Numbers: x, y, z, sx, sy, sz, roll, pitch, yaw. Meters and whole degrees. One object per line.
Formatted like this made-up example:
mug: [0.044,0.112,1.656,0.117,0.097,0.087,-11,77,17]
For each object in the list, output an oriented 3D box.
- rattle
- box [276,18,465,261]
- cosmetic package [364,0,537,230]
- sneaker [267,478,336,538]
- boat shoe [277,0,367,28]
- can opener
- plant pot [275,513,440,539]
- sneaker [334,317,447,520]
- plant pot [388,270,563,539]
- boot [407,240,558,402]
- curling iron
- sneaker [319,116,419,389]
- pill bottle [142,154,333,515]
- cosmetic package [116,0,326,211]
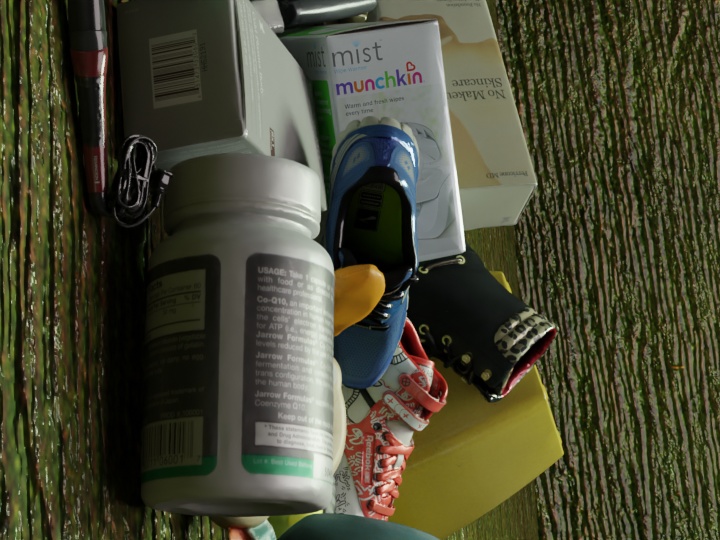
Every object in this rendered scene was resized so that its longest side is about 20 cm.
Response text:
rattle: [-0.040,0.115,0.972,0.130,0.142,0.201,48,42,-37]
box: [-0.003,-0.103,1.176,0.200,0.096,0.178,-156,-124,-69]
cosmetic package: [0.071,-0.136,1.268,0.071,0.104,0.201,112,-32,-60]
sneaker: [-0.066,0.123,1.081,0.076,0.075,0.201,26,54,-52]
boat shoe: [-0.041,-0.220,1.320,0.200,0.068,0.075,51,41,-55]
can opener: [-0.045,-0.219,1.177,0.199,0.067,0.054,-22,97,-50]
plant pot: [-0.003,0.226,0.919,0.200,0.199,0.136,59,40,-64]
sneaker: [0.015,0.130,1.116,0.067,0.107,0.203,30,44,-57]
plant pot: [0.074,0.112,1.340,0.200,0.175,0.201,65,8,-59]
boot: [0.048,0.056,1.226,0.203,0.154,0.074,-39,157,-25]
curling iron: [-0.147,-0.125,0.859,0.049,0.025,0.202,-15,97,-40]
sneaker: [0.000,0.000,1.036,0.089,0.078,0.201,-87,-179,-60]
pill bottle: [-0.072,0.040,0.896,0.113,0.112,0.202,48,41,-70]
cosmetic package: [-0.088,-0.103,1.002,0.200,0.090,0.108,31,51,-72]
